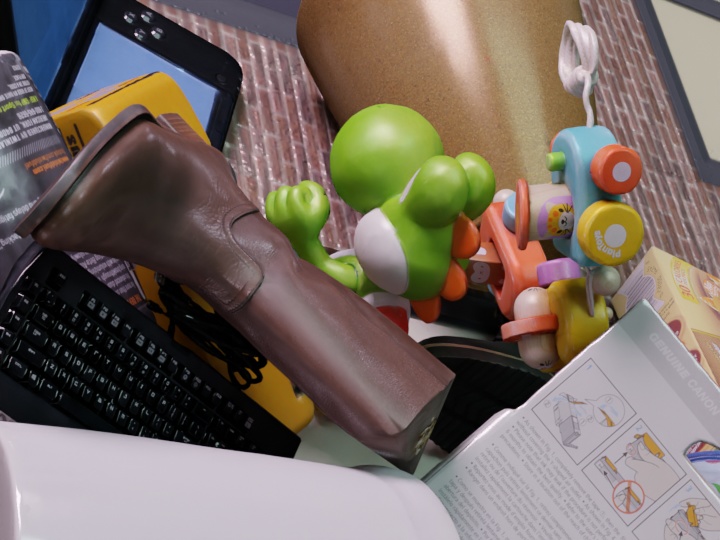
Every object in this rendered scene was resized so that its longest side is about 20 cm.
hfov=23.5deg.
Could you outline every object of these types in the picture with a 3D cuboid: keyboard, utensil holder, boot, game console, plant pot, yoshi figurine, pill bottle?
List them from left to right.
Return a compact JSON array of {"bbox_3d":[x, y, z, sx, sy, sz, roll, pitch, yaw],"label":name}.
[{"bbox_3d":[-0.165,0.006,0.827,0.106,0.106,0.201,-31,94,-50],"label":"pill bottle"},{"bbox_3d":[-0.134,-0.130,0.991,0.171,0.119,0.201,28,41,-15],"label":"game console"},{"bbox_3d":[-0.086,0.053,0.793,0.200,0.039,0.105,43,59,-44],"label":"keyboard"},{"bbox_3d":[-0.079,0.156,0.731,0.199,0.170,0.171,11,47,-29],"label":"utensil holder"},{"bbox_3d":[-0.042,0.019,0.754,0.200,0.064,0.186,46,19,1],"label":"boot"},{"bbox_3d":[-0.001,-0.012,0.925,0.112,0.200,0.113,36,40,-4],"label":"yoshi figurine"},{"bbox_3d":[0.071,-0.094,1.075,0.185,0.187,0.201,9,50,-34],"label":"plant pot"},{"bbox_3d":[0.087,0.046,1.059,0.199,0.077,0.139,22,35,-39],"label":"boot"}]

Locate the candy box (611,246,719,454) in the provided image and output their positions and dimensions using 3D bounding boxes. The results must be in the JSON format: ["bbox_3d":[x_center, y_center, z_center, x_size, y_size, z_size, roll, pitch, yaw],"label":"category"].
[{"bbox_3d":[0.244,0.076,1.125,0.115,0.055,0.201,24,27,-20],"label":"candy box"}]

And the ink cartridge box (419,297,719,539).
[{"bbox_3d":[0.129,0.146,0.828,0.176,0.045,0.200,-39,87,-10],"label":"ink cartridge box"}]

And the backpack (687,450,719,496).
[{"bbox_3d":[0.201,0.190,0.917,0.190,0.200,0.154,37,12,-17],"label":"backpack"}]

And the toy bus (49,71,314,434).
[{"bbox_3d":[-0.096,0.003,0.891,0.065,0.078,0.201,-36,109,-50],"label":"toy bus"}]

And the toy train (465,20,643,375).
[{"bbox_3d":[0.085,-0.022,0.880,0.055,0.201,0.151,-8,54,-13],"label":"toy train"}]
